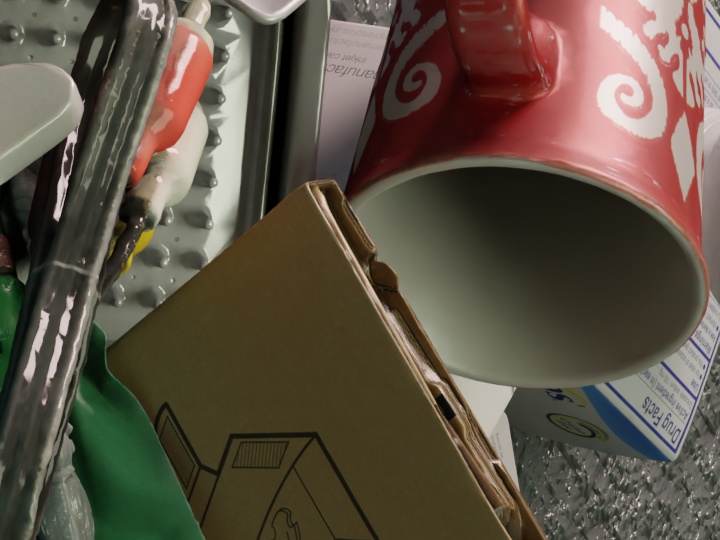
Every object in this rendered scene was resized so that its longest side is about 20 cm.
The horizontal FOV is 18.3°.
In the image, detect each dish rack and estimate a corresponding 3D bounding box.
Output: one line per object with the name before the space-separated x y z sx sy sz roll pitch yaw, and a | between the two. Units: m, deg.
dish rack | -0.115 -0.044 0.762 0.198 0.044 0.173 5 95 -14

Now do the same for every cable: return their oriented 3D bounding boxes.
cable | -0.069 -0.004 0.631 0.201 0.050 0.097 -88 -161 -45

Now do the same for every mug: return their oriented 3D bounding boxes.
mug | 0.075 -0.087 0.801 0.178 0.132 0.201 119 -14 -54

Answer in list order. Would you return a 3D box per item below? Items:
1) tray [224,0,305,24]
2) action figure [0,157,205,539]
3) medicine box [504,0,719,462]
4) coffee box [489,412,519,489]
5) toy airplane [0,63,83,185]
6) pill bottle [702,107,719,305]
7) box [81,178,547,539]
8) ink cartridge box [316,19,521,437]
tray | -0.079 -0.156 0.752 0.107 0.199 0.022 -43 164 -40
action figure | -0.120 0.022 0.696 0.117 0.055 0.202 -12 77 -14
medicine box | 0.111 -0.036 1.098 0.182 0.102 0.201 42 66 -50
coffee box | -0.032 0.129 0.932 0.200 0.114 0.080 -39 128 -43
toy airplane | -0.167 -0.072 0.648 0.141 0.198 0.201 134 -37 -76
pill bottle | 0.223 -0.022 0.998 0.112 0.199 0.113 -18 113 -52
box | -0.037 0.093 0.714 0.021 0.200 0.164 -14 70 -56
ink cartridge box | 0.000 0.000 0.915 0.201 0.145 0.085 -59 142 -27
